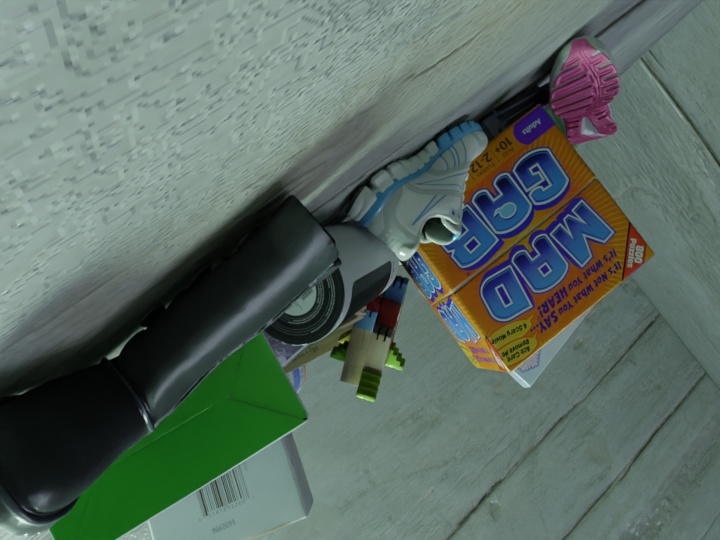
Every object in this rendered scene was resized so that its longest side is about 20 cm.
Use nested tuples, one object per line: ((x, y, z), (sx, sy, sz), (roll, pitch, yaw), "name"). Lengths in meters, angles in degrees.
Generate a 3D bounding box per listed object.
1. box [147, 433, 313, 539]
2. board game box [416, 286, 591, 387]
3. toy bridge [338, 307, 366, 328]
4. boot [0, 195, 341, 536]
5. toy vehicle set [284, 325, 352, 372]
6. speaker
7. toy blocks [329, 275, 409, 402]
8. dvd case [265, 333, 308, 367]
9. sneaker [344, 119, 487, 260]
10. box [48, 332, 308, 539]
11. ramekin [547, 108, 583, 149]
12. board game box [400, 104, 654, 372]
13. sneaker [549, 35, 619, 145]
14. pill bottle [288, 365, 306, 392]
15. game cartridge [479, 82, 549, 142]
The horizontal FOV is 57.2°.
((-0.139, 0.241, 0.733), (0.149, 0.108, 0.200), (-21, 166, -7), "box")
((0.212, 0.014, 0.898), (0.201, 0.199, 0.041), (-49, 173, -6), "board game box")
((-0.043, 0.037, 0.697), (0.066, 0.028, 0.199), (-29, 164, 24), "toy bridge")
((-0.095, 0.038, 0.363), (0.198, 0.066, 0.165), (-36, -175, -6), "boot")
((-0.114, 0.125, 0.967), (0.198, 0.027, 0.123), (-24, -173, -38), "toy vehicle set")
((-0.023, 0.001, 0.569), (0.081, 0.082, 0.200), (-40, 177, 16), "speaker")
((0.025, 0.057, 0.866), (0.200, 0.098, 0.140), (-60, 165, -69), "toy blocks")
((-0.116, 0.090, 0.770), (0.148, 0.016, 0.198), (-42, 161, 26), "dvd case")
((0.072, -0.071, 0.624), (0.199, 0.087, 0.075), (-39, 175, -38), "sneaker")
((-0.150, 0.137, 0.560), (0.197, 0.098, 0.177), (-30, 175, -10), "box")
((0.291, -0.207, 1.101), (0.199, 0.098, 0.200), (-39, 176, -3), "ramekin")
((0.170, -0.025, 0.779), (0.198, 0.201, 0.200), (-37, 174, -4), "board game box")
((0.265, -0.230, 0.800), (0.079, 0.091, 0.200), (-11, 164, 17), "sneaker")
((-0.169, 0.191, 1.127), (0.112, 0.113, 0.200), (-39, 176, 12), "pill bottle")
((0.165, -0.167, 0.839), (0.199, 0.039, 0.129), (-36, 179, -45), "game cartridge")
